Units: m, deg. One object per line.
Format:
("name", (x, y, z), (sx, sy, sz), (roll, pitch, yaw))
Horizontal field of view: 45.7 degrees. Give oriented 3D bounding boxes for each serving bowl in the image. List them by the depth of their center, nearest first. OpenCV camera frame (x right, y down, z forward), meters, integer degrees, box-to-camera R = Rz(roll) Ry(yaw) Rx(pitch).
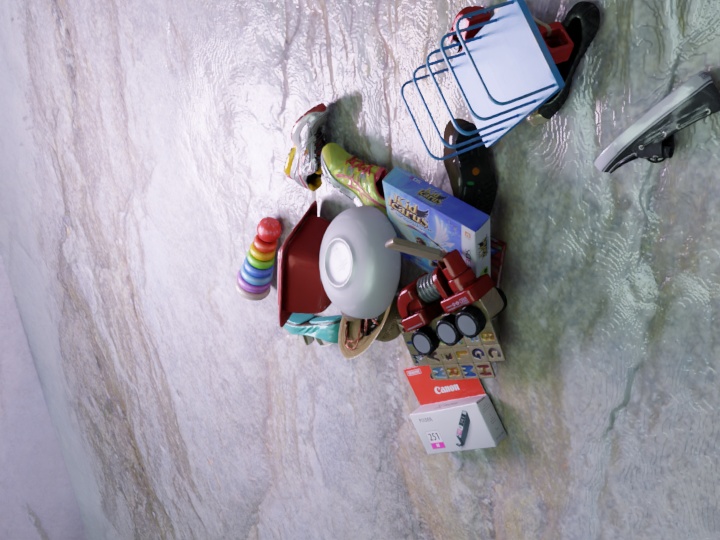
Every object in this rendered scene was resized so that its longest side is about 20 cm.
("serving bowl", (-0.015, -0.015, 1.518), (0.198, 0.065, 0.205), (1, 91, 52))

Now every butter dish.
("butter dish", (-0.074, -0.002, 1.688), (0.145, 0.201, 0.203), (14, 126, 13))

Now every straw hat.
("straw hat", (0.042, 0.090, 1.662), (0.084, 0.205, 0.200), (24, 147, -24))

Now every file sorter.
("file sorter", (0.158, -0.259, 1.190), (0.141, 0.121, 0.200), (65, 155, 6))

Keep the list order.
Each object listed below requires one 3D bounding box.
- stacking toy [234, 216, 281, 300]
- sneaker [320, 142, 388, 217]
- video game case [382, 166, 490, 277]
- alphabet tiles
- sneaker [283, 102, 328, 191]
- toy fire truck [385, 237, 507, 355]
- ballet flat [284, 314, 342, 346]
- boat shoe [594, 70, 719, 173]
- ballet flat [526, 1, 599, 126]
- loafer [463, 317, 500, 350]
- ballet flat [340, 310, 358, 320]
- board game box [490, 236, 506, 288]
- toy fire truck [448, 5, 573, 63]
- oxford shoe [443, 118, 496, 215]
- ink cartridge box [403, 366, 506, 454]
("stacking toy", (-0.220, -0.031, 1.877), (0.085, 0.085, 0.202), (40, 132, 22))
("sneaker", (0.010, -0.170, 1.567), (0.200, 0.078, 0.091), (47, 130, 7))
("video game case", (0.130, -0.060, 1.446), (0.198, 0.045, 0.183), (32, 151, 30))
("alphabet tiles", (0.158, 0.122, 1.524), (0.197, 0.006, 0.169), (-9, 111, 40))
("sneaker", (-0.085, -0.235, 1.628), (0.082, 0.078, 0.201), (40, 145, 17))
("toy fire truck", (0.114, 0.025, 1.403), (0.175, 0.128, 0.202), (-28, 94, 49))
("ballet flat", (-0.104, 0.131, 1.855), (0.198, 0.067, 0.072), (2, 106, 44))
("boat shoe", (0.403, -0.182, 1.152), (0.067, 0.069, 0.200), (54, 132, 8))
("ballet flat", (0.278, -0.293, 1.219), (0.066, 0.056, 0.202), (41, 136, 22))
("loafer", (0.169, 0.068, 1.540), (0.197, 0.075, 0.071), (25, 126, 22))
("ballet flat", (0.000, 0.000, 1.607), (0.067, 0.067, 0.204), (16, 97, 5))
("board game box", (0.166, -0.039, 1.514), (0.198, 0.019, 0.105), (28, 132, 32))
("toy fire truck", (0.209, -0.332, 1.230), (0.201, 0.048, 0.142), (55, 152, 26))
("oxford shoe", (0.176, -0.158, 1.410), (0.085, 0.071, 0.203), (-130, 27, -55))
("ink cartridge box", (0.171, 0.266, 1.669), (0.199, 0.043, 0.176), (-21, 98, 50))
